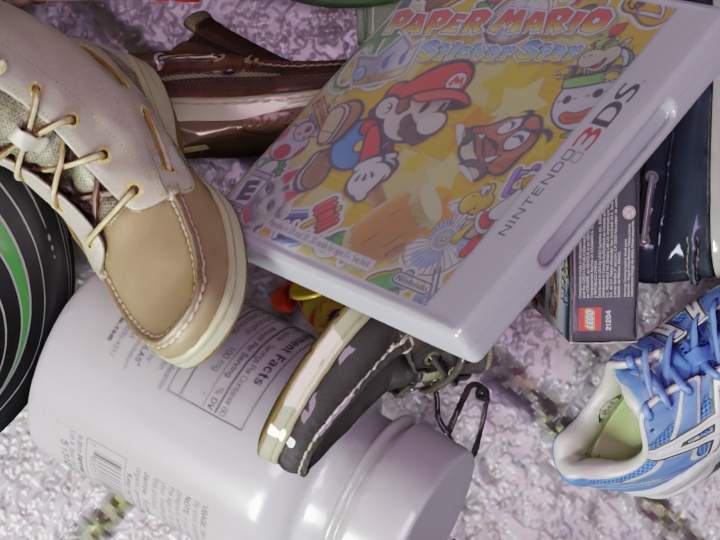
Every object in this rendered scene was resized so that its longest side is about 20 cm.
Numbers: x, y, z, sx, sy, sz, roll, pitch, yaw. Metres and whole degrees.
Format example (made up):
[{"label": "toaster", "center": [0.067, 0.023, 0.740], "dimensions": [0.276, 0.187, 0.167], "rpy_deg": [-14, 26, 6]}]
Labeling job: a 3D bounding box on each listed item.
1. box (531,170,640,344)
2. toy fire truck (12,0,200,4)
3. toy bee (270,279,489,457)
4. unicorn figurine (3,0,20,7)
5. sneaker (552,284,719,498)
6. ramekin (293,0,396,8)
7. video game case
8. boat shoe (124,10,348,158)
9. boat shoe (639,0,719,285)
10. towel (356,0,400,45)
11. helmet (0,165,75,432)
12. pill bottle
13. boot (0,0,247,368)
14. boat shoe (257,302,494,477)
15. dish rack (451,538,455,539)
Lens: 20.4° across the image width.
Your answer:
[{"label": "box", "center": [0.111, -0.071, 0.994], "dimensions": [0.034, 0.110, 0.202], "rpy_deg": [-1, 99, -5]}, {"label": "toy fire truck", "center": [-0.155, -0.180, 0.946], "dimensions": [0.199, 0.049, 0.142], "rpy_deg": [-14, 91, 25]}, {"label": "toy bee", "center": [0.000, 0.000, 1.013], "dimensions": [0.108, 0.131, 0.202], "rpy_deg": [10, 102, 25]}, {"label": "unicorn figurine", "center": [-0.168, -0.208, 1.022], "dimensions": [0.073, 0.137, 0.202], "rpy_deg": [8, 64, -38]}, {"label": "sneaker", "center": [0.171, 0.053, 0.974], "dimensions": [0.200, 0.077, 0.076], "rpy_deg": [-51, 54, 37]}, {"label": "ramekin", "center": [-0.008, -0.233, 0.984], "dimensions": [0.198, 0.098, 0.202], "rpy_deg": [0, 94, -1]}, {"label": "video game case", "center": [0.043, -0.059, 0.876], "dimensions": [0.182, 0.199, 0.023], "rpy_deg": [-49, 125, -14]}, {"label": "boat shoe", "center": [-0.075, -0.099, 1.030], "dimensions": [0.200, 0.075, 0.076], "rpy_deg": [-7, 81, -1]}, {"label": "boat shoe", "center": [0.161, -0.090, 1.018], "dimensions": [0.061, 0.075, 0.202], "rpy_deg": [-4, 77, 14]}, {"label": "towel", "center": [0.066, -0.219, 1.046], "dimensions": [0.148, 0.031, 0.202], "rpy_deg": [-2, 91, 1]}, {"label": "helmet", "center": [-0.234, -0.004, 0.973], "dimensions": [0.199, 0.200, 0.192], "rpy_deg": [31, 83, 0]}, {"label": "pill bottle", "center": [-0.051, 0.081, 0.969], "dimensions": [0.199, 0.114, 0.115], "rpy_deg": [27, 91, 17]}, {"label": "boot", "center": [-0.138, -0.052, 0.888], "dimensions": [0.072, 0.154, 0.201], "rpy_deg": [-43, 47, 18]}, {"label": "boat shoe", "center": [0.035, 0.020, 0.900], "dimensions": [0.066, 0.072, 0.201], "rpy_deg": [38, 69, 6]}, {"label": "dish rack", "center": [0.041, 0.205, 0.999], "dimensions": [0.199, 0.055, 0.154], "rpy_deg": [33, 58, 11]}]
